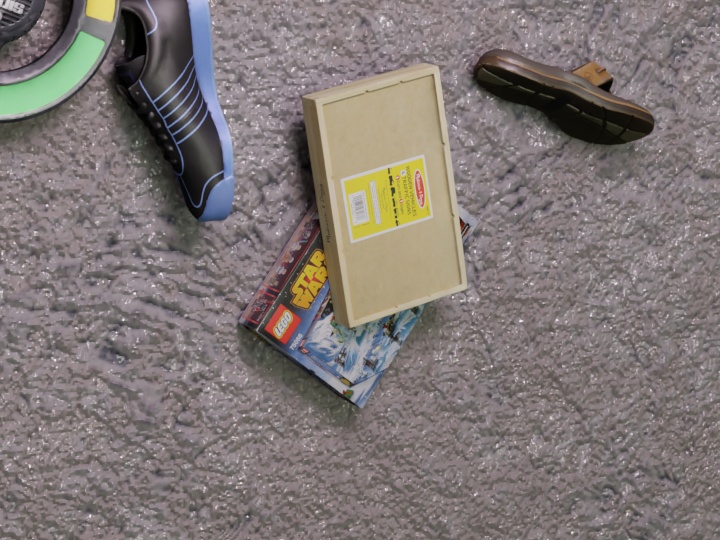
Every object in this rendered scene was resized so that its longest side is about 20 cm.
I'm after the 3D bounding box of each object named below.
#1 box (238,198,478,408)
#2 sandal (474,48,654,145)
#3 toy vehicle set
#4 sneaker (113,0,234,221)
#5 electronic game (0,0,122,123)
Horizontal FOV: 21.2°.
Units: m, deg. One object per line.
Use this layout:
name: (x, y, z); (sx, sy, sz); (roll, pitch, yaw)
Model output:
box: (0.000, 0.000, 1.684); (0.137, 0.040, 0.201); (38, 80, -32)
sandal: (0.190, -0.167, 1.751); (0.198, 0.082, 0.055); (20, 69, -25)
toy vehicle set: (0.022, -0.064, 1.644); (0.123, 0.026, 0.202); (-16, 108, -27)
sneaker: (-0.155, -0.133, 1.550); (0.077, 0.070, 0.202); (-13, 101, -25)
electronic game: (-0.277, -0.213, 1.460); (0.198, 0.042, 0.203); (-4, 101, -23)
